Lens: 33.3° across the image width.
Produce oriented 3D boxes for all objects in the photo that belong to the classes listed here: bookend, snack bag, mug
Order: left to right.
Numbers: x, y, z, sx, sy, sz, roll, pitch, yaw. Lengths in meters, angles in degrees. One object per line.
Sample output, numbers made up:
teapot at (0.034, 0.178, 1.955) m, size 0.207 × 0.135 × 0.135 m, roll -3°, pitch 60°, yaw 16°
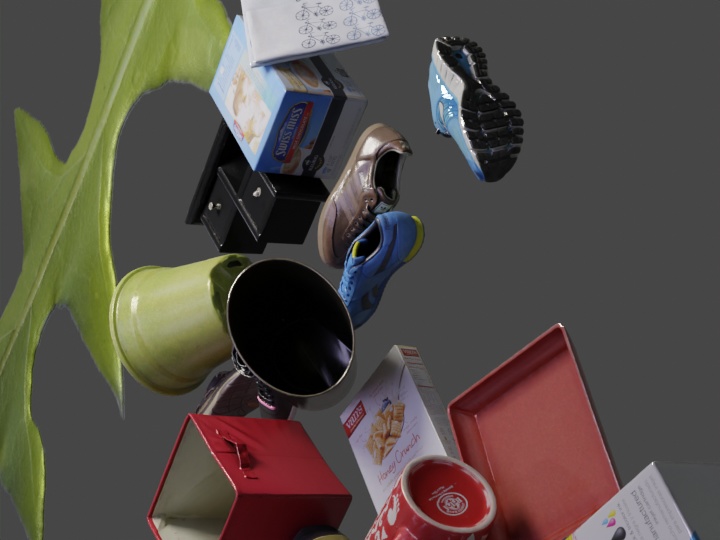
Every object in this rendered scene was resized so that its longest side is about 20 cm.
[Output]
bookend at (-0.151, -0.089, 1.718) m, size 0.199 × 0.092 × 0.201 m, roll 57°, pitch 133°, yaw 40°
snack bag at (-0.068, -0.360, 1.610) m, size 0.021 × 0.187 × 0.201 m, roll 78°, pitch 180°, yaw -54°
mug at (0.060, 0.317, 1.277) m, size 0.178 × 0.133 × 0.201 m, roll -71°, pitch 2°, yaw -56°

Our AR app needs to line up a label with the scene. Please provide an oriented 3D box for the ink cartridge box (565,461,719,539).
ink cartridge box at (0.267, 0.283, 1.038) m, size 0.200 × 0.145 × 0.147 m, roll -53°, pitch 45°, yaw 34°

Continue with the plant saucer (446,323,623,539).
plant saucer at (0.186, 0.189, 1.260) m, size 0.200 × 0.036 × 0.201 m, roll -43°, pitch 52°, yaw 41°

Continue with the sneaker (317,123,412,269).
sneaker at (0.005, -0.085, 1.533) m, size 0.075 × 0.070 × 0.201 m, roll 38°, pitch 114°, yaw 49°

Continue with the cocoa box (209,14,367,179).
cocoa box at (-0.104, -0.239, 1.652) m, size 0.200 × 0.130 × 0.134 m, roll 58°, pitch 134°, yaw 41°

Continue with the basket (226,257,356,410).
basket at (-0.071, 0.095, 1.477) m, size 0.136 × 0.200 × 0.181 m, roll -35°, pitch 72°, yaw -6°

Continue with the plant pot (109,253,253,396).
plant pot at (-0.229, 0.063, 1.743) m, size 0.183 × 0.200 × 0.202 m, roll -22°, pitch 65°, yaw 37°

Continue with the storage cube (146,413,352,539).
storage cube at (-0.146, 0.308, 1.569) m, size 0.171 × 0.179 × 0.201 m, roll 47°, pitch 119°, yaw 47°

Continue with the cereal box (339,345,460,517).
cereal box at (0.053, 0.210, 1.435) m, size 0.144 × 0.039 × 0.201 m, roll -55°, pitch 44°, yaw 32°

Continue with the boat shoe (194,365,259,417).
boat shoe at (-0.194, 0.179, 1.748) m, size 0.200 × 0.074 × 0.074 m, roll -50°, pitch 41°, yaw 28°

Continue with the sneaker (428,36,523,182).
sneaker at (0.129, -0.177, 1.401) m, size 0.090 × 0.078 × 0.201 m, roll 112°, pitch 149°, yaw -49°

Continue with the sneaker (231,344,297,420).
sneaker at (-0.134, 0.144, 1.630) m, size 0.070 × 0.099 × 0.202 m, roll 26°, pitch 117°, yaw 35°

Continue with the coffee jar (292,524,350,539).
coffee jar at (-0.019, 0.399, 1.457) m, size 0.200 × 0.085 × 0.105 m, roll 38°, pitch 117°, yaw 49°

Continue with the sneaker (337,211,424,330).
sneaker at (0.000, 0.000, 1.518) m, size 0.200 × 0.078 × 0.066 m, roll -54°, pitch 46°, yaw 34°
